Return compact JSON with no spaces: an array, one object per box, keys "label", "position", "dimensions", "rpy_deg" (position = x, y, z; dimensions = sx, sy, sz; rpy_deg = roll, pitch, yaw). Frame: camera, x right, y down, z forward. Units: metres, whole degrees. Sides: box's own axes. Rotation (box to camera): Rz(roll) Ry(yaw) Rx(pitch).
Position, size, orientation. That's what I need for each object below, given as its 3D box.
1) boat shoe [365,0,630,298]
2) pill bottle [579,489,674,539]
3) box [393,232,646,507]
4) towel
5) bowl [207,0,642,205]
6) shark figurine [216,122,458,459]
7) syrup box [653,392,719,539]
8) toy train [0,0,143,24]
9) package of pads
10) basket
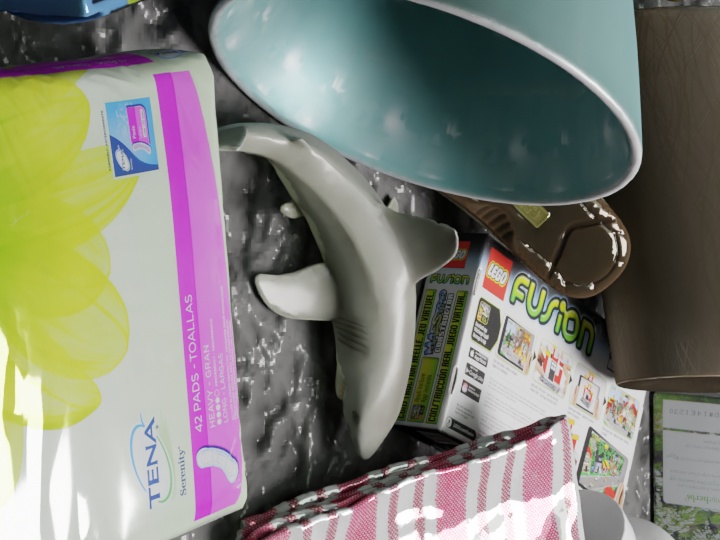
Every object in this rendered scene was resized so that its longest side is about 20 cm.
[{"label":"boat shoe","position":[0.061,-0.068,0.929],"dimensions":[0.071,0.076,0.200],"rpy_deg":[-37,113,5]},{"label":"pill bottle","position":[0.153,0.218,1.017],"dimensions":[0.111,0.110,0.201],"rpy_deg":[-56,132,-33]},{"label":"box","position":[0.098,0.066,1.000],"dimensions":[0.199,0.034,0.111],"rpy_deg":[33,67,-47]},{"label":"towel","position":[0.036,0.168,0.878],"dimensions":[0.198,0.030,0.148],"rpy_deg":[-15,104,-27]},{"label":"bowl","position":[0.041,-0.119,0.786],"dimensions":[0.200,0.199,0.106],"rpy_deg":[36,67,-46]},{"label":"shark figurine","position":[-0.003,-0.022,0.831],"dimensions":[0.215,0.089,0.129],"rpy_deg":[56,50,-39]},{"label":"syrup box","position":[0.244,0.175,1.155],"dimensions":[0.081,0.078,0.203],"rpy_deg":[-8,98,-51]},{"label":"toy train","position":[-0.085,-0.176,0.724],"dimensions":[0.200,0.086,0.116],"rpy_deg":[-34,126,-48]},{"label":"package of pads","position":[-0.121,0.019,0.696],"dimensions":[0.154,0.068,0.203],"rpy_deg":[-15,103,-50]},{"label":"basket","position":[0.202,-0.034,1.015],"dimensions":[0.178,0.136,0.203],"rpy_deg":[3,82,-20]}]
